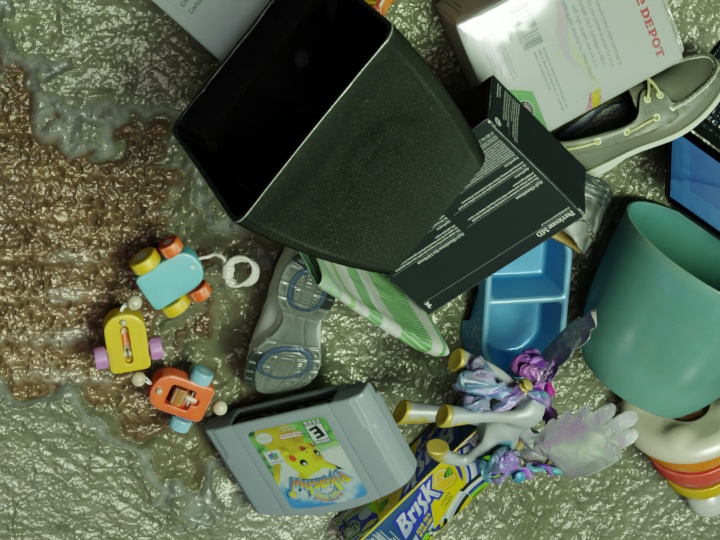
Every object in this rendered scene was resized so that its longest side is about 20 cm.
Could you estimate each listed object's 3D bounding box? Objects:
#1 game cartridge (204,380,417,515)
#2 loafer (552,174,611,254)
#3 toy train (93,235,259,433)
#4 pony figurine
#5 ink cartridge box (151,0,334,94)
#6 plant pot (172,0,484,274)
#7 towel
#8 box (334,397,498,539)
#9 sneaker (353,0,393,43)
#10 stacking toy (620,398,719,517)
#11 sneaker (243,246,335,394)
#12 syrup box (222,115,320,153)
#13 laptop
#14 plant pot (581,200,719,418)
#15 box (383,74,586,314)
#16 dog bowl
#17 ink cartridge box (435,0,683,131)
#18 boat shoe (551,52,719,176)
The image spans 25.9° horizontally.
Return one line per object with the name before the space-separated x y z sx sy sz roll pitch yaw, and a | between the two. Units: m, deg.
game cartridge | -0.049 0.188 1.595 0.198 0.041 0.134 -16 121 28
loafer | 0.145 -0.075 1.545 0.198 0.073 0.073 15 79 5
toy train | -0.183 0.056 1.556 0.149 0.056 0.202 16 109 -20
pony figurine | 0.161 0.139 1.556 0.198 0.168 0.193 16 136 -29
ink cartridge box | -0.102 -0.298 1.403 0.200 0.041 0.200 40 98 0
plant pot | -0.015 -0.115 1.344 0.177 0.200 0.200 35 99 -36
towel | 0.000 0.000 1.494 0.023 0.153 0.199 -41 136 15
box | 0.069 0.233 1.674 0.200 0.070 0.064 -44 117 5
sneaker | 0.013 -0.260 1.454 0.073 0.077 0.201 39 89 20
stacking toy | 0.372 0.201 1.727 0.145 0.147 0.201 -25 134 -3
sneaker | -0.066 0.042 1.567 0.074 0.088 0.201 14 126 -14
syrup box | -0.041 -0.147 1.480 0.198 0.079 0.082 -12 153 -10
laptop | 0.413 -0.125 1.602 0.176 0.103 0.201 31 101 -23
plant pot | 0.319 0.051 1.603 0.199 0.201 0.162 21 113 -20
box | 0.093 -0.067 1.474 0.199 0.079 0.141 -33 117 31
dog bowl | 0.167 0.023 1.629 0.110 0.050 0.202 -3 112 -13
ink cartridge box | 0.194 -0.231 1.517 0.198 0.088 0.146 -28 115 -1
boat shoe | 0.274 -0.160 1.561 0.200 0.072 0.060 -30 140 6
